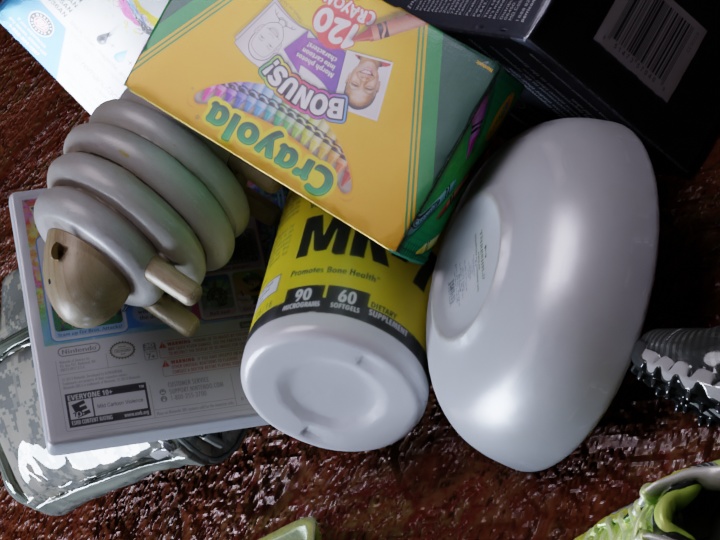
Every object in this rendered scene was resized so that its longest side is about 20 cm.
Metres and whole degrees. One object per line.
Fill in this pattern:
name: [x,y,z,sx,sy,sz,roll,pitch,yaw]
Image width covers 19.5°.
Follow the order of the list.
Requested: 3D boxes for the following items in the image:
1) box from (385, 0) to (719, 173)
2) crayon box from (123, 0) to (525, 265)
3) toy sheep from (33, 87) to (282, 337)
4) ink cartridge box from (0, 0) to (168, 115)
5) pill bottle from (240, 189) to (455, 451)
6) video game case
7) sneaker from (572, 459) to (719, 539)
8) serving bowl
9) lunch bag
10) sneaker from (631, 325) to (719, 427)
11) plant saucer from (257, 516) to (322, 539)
box: [0.114,-0.148,1.245,0.200,0.148,0.105,19,77,57]
crayon box: [-0.022,-0.105,1.193,0.199,0.058,0.119,31,94,19]
toy sheep: [-0.125,-0.048,1.291,0.137,0.138,0.201,-1,46,53]
ink cartridge box: [-0.157,-0.237,1.660,0.200,0.147,0.145,-36,17,31]
pill bottle: [0.000,0.000,1.288,0.114,0.114,0.201,-28,35,37]
video game case: [-0.114,0.020,1.341,0.024,0.198,0.183,103,156,-60]
sneaker: [0.148,0.129,1.013,0.199,0.076,0.076,-29,42,38]
serving bowl: [0.086,0.006,1.160,0.200,0.065,0.202,-165,90,-70]
lunch bag: [-0.159,0.071,1.435,0.199,0.139,0.169,-22,55,40]
sneaker: [0.218,0.042,1.012,0.199,0.066,0.091,12,68,53]
plant saucer: [-0.086,0.270,1.230,0.199,0.048,0.201,-31,40,36]
